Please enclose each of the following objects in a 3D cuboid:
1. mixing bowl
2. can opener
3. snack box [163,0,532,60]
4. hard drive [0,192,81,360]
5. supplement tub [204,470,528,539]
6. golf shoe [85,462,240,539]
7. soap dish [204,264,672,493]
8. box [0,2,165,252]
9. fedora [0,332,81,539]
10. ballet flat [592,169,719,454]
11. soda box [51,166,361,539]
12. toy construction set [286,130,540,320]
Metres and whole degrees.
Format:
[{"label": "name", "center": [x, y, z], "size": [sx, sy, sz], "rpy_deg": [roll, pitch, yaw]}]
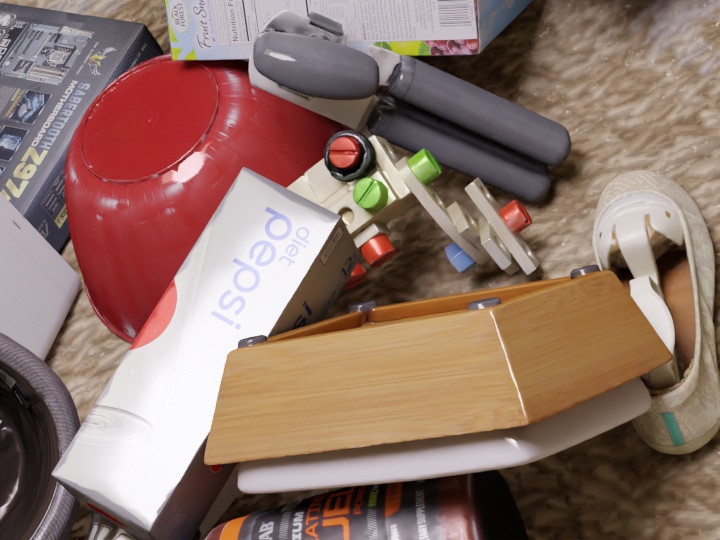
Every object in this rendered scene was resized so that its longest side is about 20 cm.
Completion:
[{"label": "mixing bowl", "center": [-0.108, -0.062, 1.469], "size": [0.199, 0.109, 0.201], "rpy_deg": [-15, 49, 18]}, {"label": "can opener", "center": [0.027, -0.089, 1.365], "size": [0.067, 0.199, 0.054], "rpy_deg": [-90, 26, -61]}, {"label": "snack box", "center": [-0.001, -0.182, 1.461], "size": [0.199, 0.068, 0.169], "rpy_deg": [-1, 20, 19]}, {"label": "hard drive", "center": [-0.252, 0.043, 1.432], "size": [0.026, 0.132, 0.201], "rpy_deg": [-11, 43, 38]}, {"label": "supplement tub", "center": [-0.014, 0.170, 1.240], "size": [0.199, 0.107, 0.107], "rpy_deg": [-18, 49, 15]}, {"label": "golf shoe", "center": [-0.122, 0.167, 1.326], "size": [0.200, 0.078, 0.095], "rpy_deg": [-43, 50, 10]}, {"label": "soap dish", "center": [0.038, 0.055, 1.219], "size": [0.199, 0.157, 0.082], "rpy_deg": [-10, 93, 35]}, {"label": "box", "center": [-0.240, -0.087, 1.596], "size": [0.157, 0.051, 0.201], "rpy_deg": [11, 61, 34]}, {"label": "fedora", "center": [-0.252, 0.120, 1.308], "size": [0.200, 0.177, 0.090], "rpy_deg": [-43, 4, -22]}, {"label": "ballet flat", "center": [0.163, 0.007, 1.300], "size": [0.067, 0.062, 0.201], "rpy_deg": [-20, 48, 13]}, {"label": "soda box", "center": [-0.081, 0.050, 1.281], "size": [0.068, 0.063, 0.201], "rpy_deg": [27, 77, 19]}, {"label": "toy construction set", "center": [0.000, 0.000, 1.361], "size": [0.199, 0.092, 0.132], "rpy_deg": [-33, 74, 1]}]
